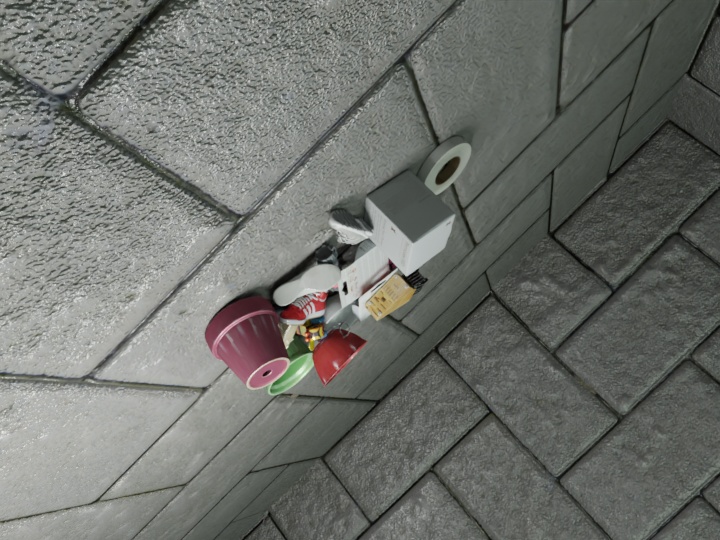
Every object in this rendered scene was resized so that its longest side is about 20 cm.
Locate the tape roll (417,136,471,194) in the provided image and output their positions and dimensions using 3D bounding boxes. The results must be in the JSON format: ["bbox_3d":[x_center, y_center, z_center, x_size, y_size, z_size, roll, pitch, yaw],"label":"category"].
[{"bbox_3d":[0.252,-0.311,1.701,0.202,0.037,0.203,-36,156,-18],"label":"tape roll"}]

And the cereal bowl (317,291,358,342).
[{"bbox_3d":[-0.087,0.144,1.869,0.199,0.083,0.201,-36,157,-18],"label":"cereal bowl"}]

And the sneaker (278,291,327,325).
[{"bbox_3d":[-0.159,0.085,1.607,0.199,0.071,0.114,-19,126,-60],"label":"sneaker"}]

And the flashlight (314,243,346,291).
[{"bbox_3d":[-0.088,-0.004,1.633,0.200,0.067,0.068,64,30,-64],"label":"flashlight"}]

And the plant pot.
[{"bbox_3d":[-0.280,0.200,1.476,0.199,0.179,0.201,-29,152,-18],"label":"plant pot"}]

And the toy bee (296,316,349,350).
[{"bbox_3d":[-0.146,0.174,1.716,0.108,0.132,0.199,-20,176,-44],"label":"toy bee"}]

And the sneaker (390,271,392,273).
[{"bbox_3d":[0.076,0.067,2.024,0.199,0.074,0.119,-2,128,-46],"label":"sneaker"}]

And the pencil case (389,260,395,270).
[{"bbox_3d":[0.089,-0.079,1.772,0.092,0.092,0.201,-4,149,-8],"label":"pencil case"}]

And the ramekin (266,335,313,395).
[{"bbox_3d":[-0.249,0.307,1.860,0.199,0.098,0.201,-36,158,-18],"label":"ramekin"}]

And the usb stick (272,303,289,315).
[{"bbox_3d":[-0.203,0.103,1.660,0.199,0.033,0.056,-20,147,-47],"label":"usb stick"}]

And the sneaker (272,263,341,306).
[{"bbox_3d":[-0.151,0.034,1.566,0.198,0.076,0.088,-21,-176,-8],"label":"sneaker"}]

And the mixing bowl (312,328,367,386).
[{"bbox_3d":[-0.082,0.260,1.806,0.200,0.108,0.200,-45,173,-7],"label":"mixing bowl"}]

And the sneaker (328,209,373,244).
[{"bbox_3d":[-0.035,-0.103,1.527,0.082,0.075,0.200,-42,155,15],"label":"sneaker"}]

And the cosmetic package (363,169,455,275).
[{"bbox_3d":[0.132,-0.135,1.591,0.166,0.200,0.168,-34,156,-22],"label":"cosmetic package"}]

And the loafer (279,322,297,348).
[{"bbox_3d":[-0.243,0.209,1.726,0.068,0.076,0.201,1,131,-52],"label":"loafer"}]

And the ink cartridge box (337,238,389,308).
[{"bbox_3d":[0.000,0.000,1.694,0.199,0.047,0.161,-35,143,-23],"label":"ink cartridge box"}]

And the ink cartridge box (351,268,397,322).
[{"bbox_3d":[0.045,0.067,1.790,0.162,0.057,0.201,-38,155,-15],"label":"ink cartridge box"}]

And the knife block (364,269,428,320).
[{"bbox_3d":[0.122,0.075,1.793,0.200,0.064,0.175,-46,159,6],"label":"knife block"}]
